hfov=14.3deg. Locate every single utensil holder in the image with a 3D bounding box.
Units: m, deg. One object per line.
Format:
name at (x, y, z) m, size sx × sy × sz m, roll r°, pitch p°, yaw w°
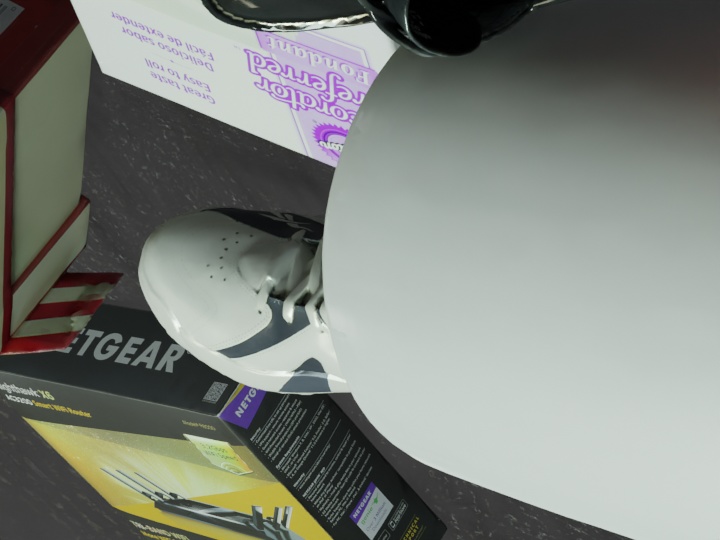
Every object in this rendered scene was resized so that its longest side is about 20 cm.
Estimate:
utensil holder at (0.110, 0.003, 0.827) m, size 0.200 × 0.170 × 0.170 m, roll 13°, pitch 151°, yaw 45°

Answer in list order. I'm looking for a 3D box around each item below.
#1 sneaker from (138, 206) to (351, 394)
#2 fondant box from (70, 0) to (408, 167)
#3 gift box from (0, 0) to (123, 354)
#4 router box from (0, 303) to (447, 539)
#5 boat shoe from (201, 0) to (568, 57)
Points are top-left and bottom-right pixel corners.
sneaker at (0.000, 0.000, 1.095) m, size 0.199 × 0.080 × 0.130 m, roll 25°, pitch 156°, yaw 20°
fondant box at (-0.037, -0.117, 0.929) m, size 0.144 × 0.058 × 0.200 m, roll 23°, pitch 157°, yaw 24°
gift box at (-0.203, -0.040, 1.170) m, size 0.184 × 0.200 × 0.187 m, roll 32°, pitch 143°, yaw 15°
router box at (-0.076, 0.086, 1.417) m, size 0.200 × 0.052 × 0.157 m, roll 8°, pitch 146°, yaw 48°
boat shoe at (0.028, -0.092, 0.787) m, size 0.199 × 0.066 × 0.074 m, roll -12°, pitch 147°, yaw 30°
